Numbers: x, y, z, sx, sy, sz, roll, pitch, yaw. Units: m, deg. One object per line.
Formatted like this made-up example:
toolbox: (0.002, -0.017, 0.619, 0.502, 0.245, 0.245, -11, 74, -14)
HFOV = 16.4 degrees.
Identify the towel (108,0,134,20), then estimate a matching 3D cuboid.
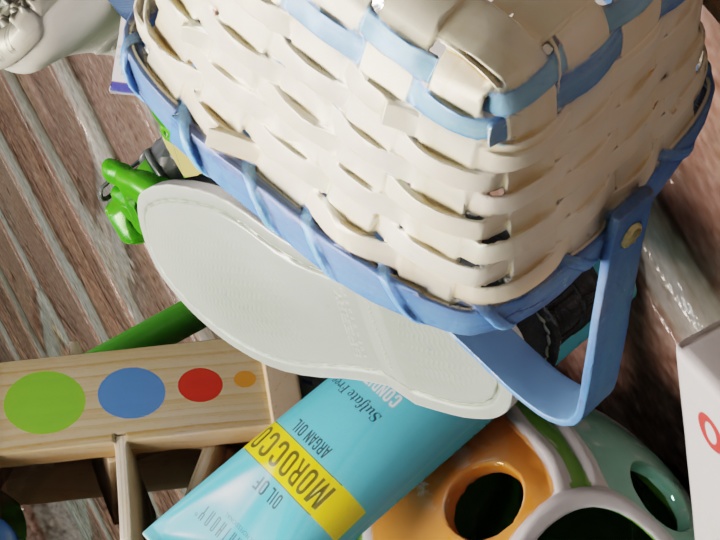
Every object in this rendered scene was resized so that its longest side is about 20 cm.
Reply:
towel: (-0.064, -0.145, 0.873, 0.049, 0.112, 0.200, 40, 179, 40)

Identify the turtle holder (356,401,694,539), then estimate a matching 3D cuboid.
turtle holder: (0.079, 0.137, 0.961, 0.186, 0.140, 0.132, 68, 164, -4)

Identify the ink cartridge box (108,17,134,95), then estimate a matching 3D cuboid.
ink cartridge box: (-0.060, -0.165, 0.991, 0.099, 0.039, 0.201, -161, 79, -70)

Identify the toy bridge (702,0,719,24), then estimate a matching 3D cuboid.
toy bridge: (0.078, -0.145, 0.740, 0.201, 0.027, 0.067, 61, 166, 12)

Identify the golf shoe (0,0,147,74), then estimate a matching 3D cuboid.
golf shoe: (-0.085, -0.119, 1.092, 0.078, 0.200, 0.097, -27, 101, 42)

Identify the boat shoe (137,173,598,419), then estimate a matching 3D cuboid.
boat shoe: (0.000, 0.000, 0.905, 0.200, 0.060, 0.076, 23, 138, 40)

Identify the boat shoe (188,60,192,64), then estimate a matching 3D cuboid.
boat shoe: (-0.011, -0.142, 0.825, 0.065, 0.071, 0.200, 49, 125, 35)

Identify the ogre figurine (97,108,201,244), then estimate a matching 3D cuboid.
ogre figurine: (-0.035, -0.065, 1.045, 0.098, 0.120, 0.200, 43, 157, 8)

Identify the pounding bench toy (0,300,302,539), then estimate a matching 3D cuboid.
pounding bench toy: (-0.105, 0.078, 1.047, 0.125, 0.155, 0.201, 91, 171, -47)

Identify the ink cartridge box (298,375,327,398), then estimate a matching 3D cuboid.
ink cartridge box: (0.027, 0.105, 1.051, 0.044, 0.094, 0.201, -17, 78, 60)

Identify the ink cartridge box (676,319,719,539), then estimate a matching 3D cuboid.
ink cartridge box: (0.167, 0.113, 0.725, 0.146, 0.084, 0.201, 49, 159, 47)

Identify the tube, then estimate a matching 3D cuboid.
tube: (0.013, 0.052, 0.930, 0.050, 0.200, 0.077, 56, 169, -33)

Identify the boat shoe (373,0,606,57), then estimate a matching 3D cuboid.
boat shoe: (0.021, -0.071, 0.850, 0.200, 0.071, 0.069, -32, 92, 45)

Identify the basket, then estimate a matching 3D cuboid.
basket: (0.019, -0.053, 0.741, 0.176, 0.139, 0.200, 40, 150, 16)
